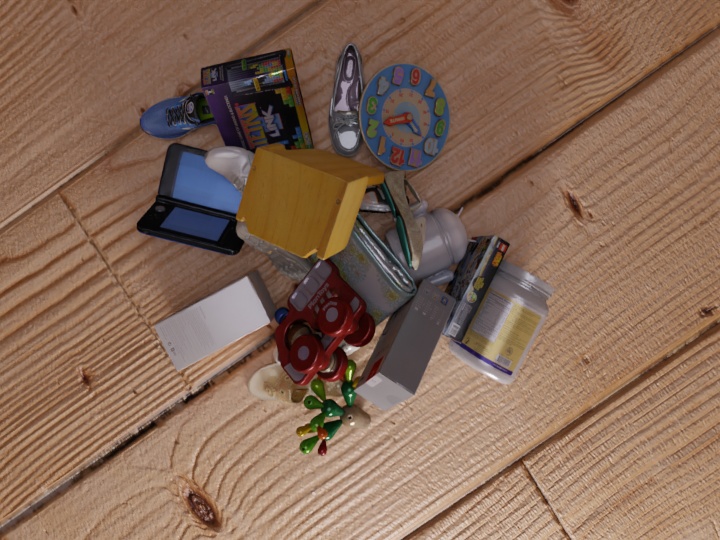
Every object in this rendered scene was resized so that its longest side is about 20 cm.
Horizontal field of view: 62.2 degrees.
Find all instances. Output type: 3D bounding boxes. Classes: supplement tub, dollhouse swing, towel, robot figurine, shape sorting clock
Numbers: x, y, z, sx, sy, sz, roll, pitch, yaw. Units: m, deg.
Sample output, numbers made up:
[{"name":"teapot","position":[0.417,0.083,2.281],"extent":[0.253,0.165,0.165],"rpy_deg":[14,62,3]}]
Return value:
[{"name":"supplement tub","position":[0.272,0.096,1.148],"extent":[0.143,0.145,0.204],"rpy_deg":[27,93,-3]},{"name":"dollhouse swing","position":[-0.078,-0.125,1.066],"extent":[0.196,0.175,0.186],"rpy_deg":[22,97,25]},{"name":"towel","position":[0.000,0.000,1.125],"extent":[0.048,0.171,0.202],"rpy_deg":[-35,85,-36]},{"name":"robot figurine","position":[0.122,-0.046,1.148],"extent":[0.196,0.113,0.173],"rpy_deg":[-25,108,1]},{"name":"shape sorting clock","position":[0.088,-0.293,1.145],"extent":[0.194,0.039,0.206],"rpy_deg":[-4,100,-20]}]

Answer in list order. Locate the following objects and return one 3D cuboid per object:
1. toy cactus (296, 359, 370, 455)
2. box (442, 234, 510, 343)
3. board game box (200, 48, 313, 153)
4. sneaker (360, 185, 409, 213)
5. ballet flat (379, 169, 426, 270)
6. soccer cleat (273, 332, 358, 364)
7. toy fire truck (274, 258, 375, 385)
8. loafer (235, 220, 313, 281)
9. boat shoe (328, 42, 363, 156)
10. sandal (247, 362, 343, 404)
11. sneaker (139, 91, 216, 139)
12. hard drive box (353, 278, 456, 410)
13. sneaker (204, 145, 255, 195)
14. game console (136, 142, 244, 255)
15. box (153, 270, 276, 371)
[{"name":"toy cactus","position":[-0.038,0.272,1.161],"extent":[0.163,0.101,0.205],"rpy_deg":[29,79,-37]},{"name":"box","position":[0.203,0.032,1.136],"extent":[0.039,0.137,0.204],"rpy_deg":[27,89,-7]},{"name":"board game box","position":[-0.180,-0.288,1.082],"extent":[0.161,0.202,0.058],"rpy_deg":[-14,58,-1]},{"name":"sneaker","position":[0.000,-0.153,1.158],"extent":[0.194,0.074,0.083],"rpy_deg":[6,91,-3]},{"name":"ballet flat","position":[0.088,-0.100,1.079],"extent":[0.061,0.068,0.205],"rpy_deg":[-15,67,-4]},{"name":"soccer cleat","position":[-0.076,0.150,1.176],"extent":[0.194,0.078,0.071],"rpy_deg":[-15,95,-1]},{"name":"toy fire truck","position":[-0.080,0.098,1.096],"extent":[0.201,0.112,0.168],"rpy_deg":[-50,56,6]},{"name":"loafer","position":[-0.151,-0.050,1.140],"extent":[0.069,0.071,0.200],"rpy_deg":[-13,137,36]},{"name":"boat shoe","position":[-0.024,-0.325,1.147],"extent":[0.072,0.065,0.208],"rpy_deg":[5,95,-1]},{"name":"sandal","position":[-0.127,0.229,1.185],"extent":[0.205,0.070,0.080],"rpy_deg":[0,94,-2]},{"name":"sneaker","position":[-0.324,-0.303,1.128],"extent":[0.194,0.089,0.081],"rpy_deg":[-14,94,-1]},{"name":"hard drive box","position":[0.081,0.140,1.102],"extent":[0.076,0.156,0.203],"rpy_deg":[30,61,-4]},{"name":"sneaker","position":[-0.200,-0.165,1.116],"extent":[0.196,0.070,0.082],"rpy_deg":[22,63,-23]},{"name":"game console","position":[-0.301,-0.138,1.133],"extent":[0.194,0.172,0.121],"rpy_deg":[13,121,-2]},{"name":"box","position":[-0.271,0.092,1.143],"extent":[0.196,0.124,0.099],"rpy_deg":[-28,95,1]}]
